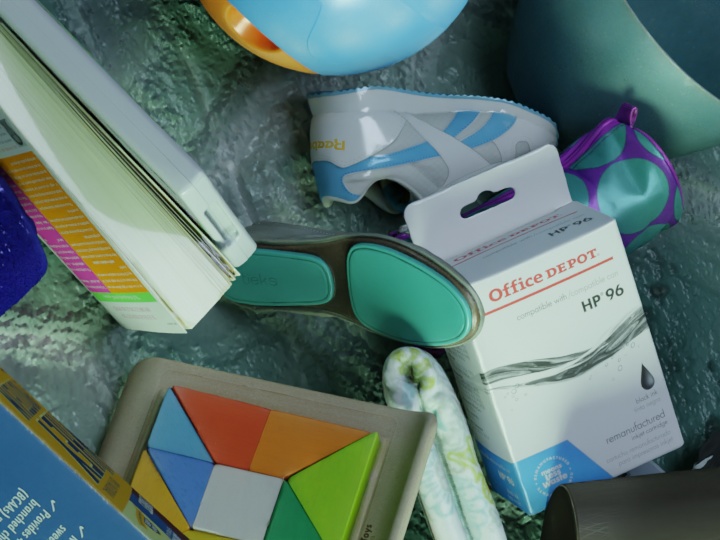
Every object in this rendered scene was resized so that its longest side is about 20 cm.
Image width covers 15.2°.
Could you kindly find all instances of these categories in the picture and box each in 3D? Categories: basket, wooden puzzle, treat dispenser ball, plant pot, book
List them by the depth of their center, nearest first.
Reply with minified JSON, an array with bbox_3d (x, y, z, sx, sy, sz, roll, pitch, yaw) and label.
[{"bbox_3d":[-0.072,0.141,1.555,0.037,0.199,0.186,73,31,-55],"label":"wooden puzzle"},{"bbox_3d":[-0.175,-0.049,1.567,0.200,0.133,0.048,49,68,-16],"label":"book"},{"bbox_3d":[0.216,0.193,1.656,0.199,0.136,0.181,3,100,-8],"label":"basket"},{"bbox_3d":[-0.017,-0.223,1.708,0.200,0.201,0.202,14,66,-35],"label":"treat dispenser ball"},{"bbox_3d":[0.180,-0.153,1.871,0.200,0.135,0.201,33,37,-29],"label":"plant pot"}]

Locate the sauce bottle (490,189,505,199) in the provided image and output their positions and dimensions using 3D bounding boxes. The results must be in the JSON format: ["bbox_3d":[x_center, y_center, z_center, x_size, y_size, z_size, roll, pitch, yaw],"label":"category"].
[{"bbox_3d":[0.154,0.027,1.850,0.065,0.065,0.201,-23,91,-41],"label":"sauce bottle"}]

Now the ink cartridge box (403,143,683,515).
[{"bbox_3d":[0.114,0.036,1.693,0.116,0.068,0.201,-24,108,-14],"label":"ink cartridge box"}]

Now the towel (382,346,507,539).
[{"bbox_3d":[0.061,0.143,1.674,0.048,0.171,0.201,-19,86,-2],"label":"towel"}]

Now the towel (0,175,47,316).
[{"bbox_3d":[-0.271,-0.006,1.494,0.148,0.049,0.200,53,50,-11],"label":"towel"}]

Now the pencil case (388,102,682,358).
[{"bbox_3d":[0.109,-0.024,1.767,0.200,0.085,0.093,-29,111,-15],"label":"pencil case"}]

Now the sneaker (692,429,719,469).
[{"bbox_3d":[0.235,0.184,1.854,0.200,0.080,0.087,-27,120,-30],"label":"sneaker"}]

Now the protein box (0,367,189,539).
[{"bbox_3d":[-0.224,0.150,1.371,0.200,0.135,0.199,43,88,-3],"label":"protein box"}]

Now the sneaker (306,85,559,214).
[{"bbox_3d":[0.047,-0.077,1.802,0.199,0.076,0.081,1,88,-36],"label":"sneaker"}]

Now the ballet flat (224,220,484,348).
[{"bbox_3d":[0.000,0.000,1.658,0.064,0.199,0.068,-33,125,-50],"label":"ballet flat"}]

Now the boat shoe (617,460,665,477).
[{"bbox_3d":[0.152,0.126,1.790,0.074,0.068,0.199,-37,62,-19],"label":"boat shoe"}]

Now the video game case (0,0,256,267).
[{"bbox_3d":[-0.145,-0.095,1.548,0.022,0.182,0.200,-44,76,-4],"label":"video game case"}]
